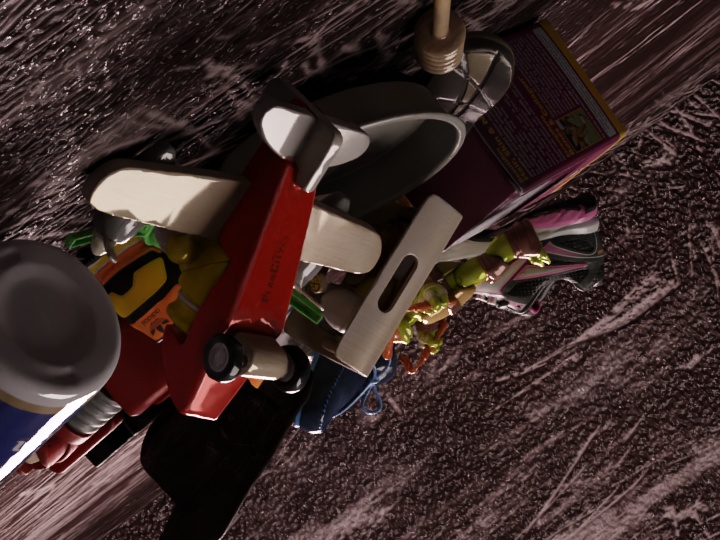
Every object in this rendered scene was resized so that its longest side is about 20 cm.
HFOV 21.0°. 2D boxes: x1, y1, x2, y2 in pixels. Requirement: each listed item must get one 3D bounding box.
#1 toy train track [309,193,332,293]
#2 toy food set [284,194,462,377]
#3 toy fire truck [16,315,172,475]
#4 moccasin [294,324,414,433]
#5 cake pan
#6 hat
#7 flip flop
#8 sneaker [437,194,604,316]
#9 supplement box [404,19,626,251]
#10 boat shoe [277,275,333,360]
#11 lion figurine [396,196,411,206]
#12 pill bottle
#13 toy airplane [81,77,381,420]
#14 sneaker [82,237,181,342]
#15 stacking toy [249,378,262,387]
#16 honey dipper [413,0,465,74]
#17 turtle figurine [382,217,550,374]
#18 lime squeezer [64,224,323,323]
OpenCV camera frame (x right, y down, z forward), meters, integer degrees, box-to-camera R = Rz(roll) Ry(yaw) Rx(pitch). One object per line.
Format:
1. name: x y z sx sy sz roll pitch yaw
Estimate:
1. toy train track: -0.057 0.018 1.487 0.114 0.033 0.200 -11 149 -37
2. toy food set: 0.000 0.000 1.542 0.144 0.060 0.200 -59 -165 -3
3. toy fire truck: -0.226 0.092 1.524 0.176 0.129 0.200 -39 -177 24
4. moccasin: 0.004 0.069 1.702 0.081 0.068 0.200 104 12 -46
5. cake pan: -0.020 -0.079 1.426 0.199 0.037 0.200 -21 164 -6
6. hat: -0.130 0.140 1.616 0.201 0.081 0.201 -45 -162 18
7. flip flop: 0.048 -0.132 1.503 0.081 0.058 0.200 14 144 -27
8. sneaker: 0.121 0.003 1.692 0.199 0.087 0.080 -15 -174 29
9. supplement box: 0.117 -0.118 1.665 0.103 0.131 0.200 -38 173 38
10. boat shoe: -0.060 0.051 1.705 0.073 0.066 0.200 -35 179 28
11. lion figurine: 0.047 -0.090 1.742 0.201 0.072 0.123 -66 160 -18
12. pill bottle: -0.244 0.075 1.224 0.111 0.111 0.200 -29 171 -48
13. toy airplane: -0.081 -0.030 1.265 0.141 0.201 0.199 18 -131 44
14. sneaker: -0.135 0.011 1.437 0.070 0.090 0.200 -37 174 17
15. stacking toy: -0.098 0.040 1.841 0.146 0.147 0.200 -36 158 0
16. honey dipper: 0.057 -0.179 1.322 0.038 0.038 0.200 -35 172 -6
17. turtle figurine: 0.074 0.017 1.608 0.161 0.065 0.200 -32 165 -5
18. lime squeezer: -0.119 -0.014 1.351 0.199 0.071 0.038 18 142 -30
